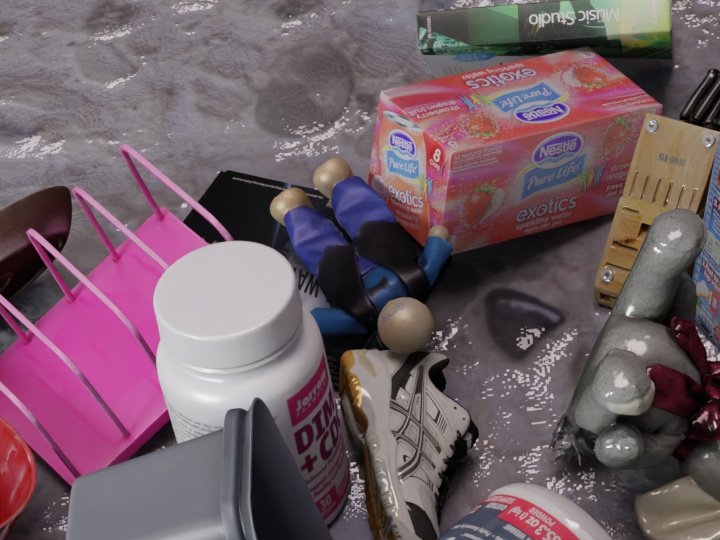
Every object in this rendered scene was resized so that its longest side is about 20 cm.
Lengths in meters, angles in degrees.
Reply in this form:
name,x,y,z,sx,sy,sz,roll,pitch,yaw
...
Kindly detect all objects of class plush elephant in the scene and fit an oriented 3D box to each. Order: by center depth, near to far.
name,x,y,z,sx,sy,sz,roll,pitch,yaw
plush elephant,0.223,0.094,1.589,0.155,0.200,0.165,23,49,2

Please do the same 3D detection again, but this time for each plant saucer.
name,x,y,z,sx,sy,sz,roll,pitch,yaw
plant saucer,-0.289,0.009,1.780,0.200,0.200,0.032,-36,84,-25

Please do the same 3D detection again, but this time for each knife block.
name,x,y,z,sx,sy,sz,roll,pitch,yaw
knife block,0.264,-0.057,1.817,0.064,0.176,0.200,18,94,30

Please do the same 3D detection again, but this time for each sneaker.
name,x,y,z,sx,sy,sz,roll,pitch,yaw
sneaker,0.043,0.126,1.641,0.088,0.076,0.200,-5,47,-9

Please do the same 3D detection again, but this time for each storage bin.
name,x,y,z,sx,sy,sz,roll,pitch,yaw
storage bin,-0.096,0.201,1.511,0.134,0.200,0.146,-15,41,12

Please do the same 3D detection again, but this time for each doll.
name,x,y,z,sx,sy,sz,roll,pitch,yaw
doll,0.000,0.000,1.732,0.136,0.048,0.200,-35,41,-2

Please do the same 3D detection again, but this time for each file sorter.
name,x,y,z,sx,sy,sz,roll,pitch,yaw
file sorter,-0.187,0.030,1.711,0.200,0.125,0.139,-44,57,-12

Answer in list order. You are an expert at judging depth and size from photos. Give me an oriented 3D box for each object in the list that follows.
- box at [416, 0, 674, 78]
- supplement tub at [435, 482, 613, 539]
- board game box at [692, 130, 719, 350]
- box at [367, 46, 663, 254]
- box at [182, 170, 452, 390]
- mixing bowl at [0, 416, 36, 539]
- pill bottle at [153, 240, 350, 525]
name,x,y,z,sx,sy,sz,roll,pitch,yaw
box,0.152,-0.185,1.919,0.200,0.144,0.036,-5,83,8
supplement tub,0.068,0.238,1.463,0.200,0.140,0.140,-37,48,-26
board game box,0.326,-0.063,1.694,0.200,0.200,0.062,-22,42,-11
box,0.117,-0.091,1.811,0.200,0.095,0.103,-14,39,-29
box,-0.053,0.006,1.814,0.200,0.044,0.160,14,47,24
mixing bowl,-0.327,0.170,1.622,0.200,0.108,0.200,12,28,-6
pill bottle,-0.075,0.084,1.615,0.113,0.200,0.113,-6,42,6
